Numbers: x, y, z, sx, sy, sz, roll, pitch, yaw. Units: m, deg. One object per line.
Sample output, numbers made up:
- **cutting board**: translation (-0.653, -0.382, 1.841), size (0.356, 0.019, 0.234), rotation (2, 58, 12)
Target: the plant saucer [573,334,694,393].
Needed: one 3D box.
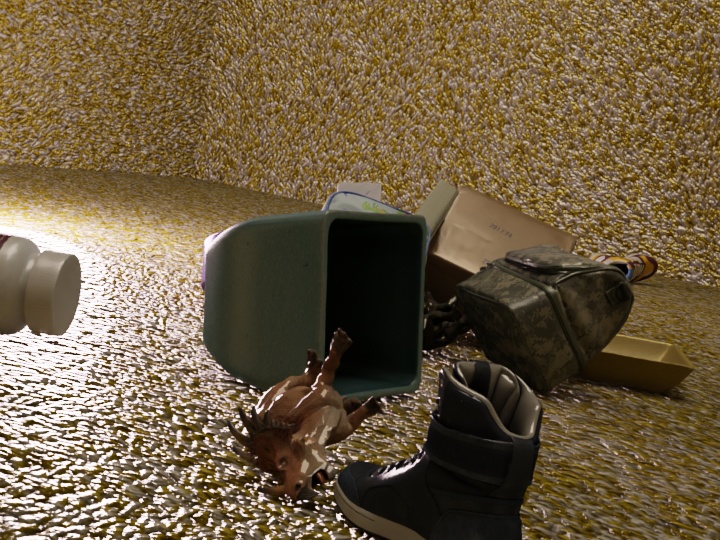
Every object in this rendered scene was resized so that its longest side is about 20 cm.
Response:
- **plant saucer**: translation (0.349, 0.123, 1.795), size (0.198, 0.049, 0.200), rotation (10, 6, 6)

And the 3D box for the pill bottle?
- **pill bottle**: translation (-0.414, 0.010, 1.410), size (0.198, 0.111, 0.110), rotation (10, 7, 6)

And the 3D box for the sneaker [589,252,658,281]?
- **sneaker**: translation (0.666, 0.000, 3.217), size (0.198, 0.076, 0.090), rotation (0, 18, -21)

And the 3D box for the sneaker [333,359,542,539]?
- **sneaker**: translation (0.055, 0.128, 0.924), size (0.076, 0.148, 0.202), rotation (3, 8, -34)

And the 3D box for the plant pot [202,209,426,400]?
- **plant pot**: translation (-0.063, 0.032, 1.418), size (0.199, 0.198, 0.195), rotation (4, 3, 35)

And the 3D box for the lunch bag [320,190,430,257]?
- **lunch bag**: translation (0.000, 0.000, 1.685), size (0.159, 0.201, 0.083), rotation (19, -36, -6)

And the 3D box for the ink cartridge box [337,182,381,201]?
- **ink cartridge box**: translation (0.000, -0.028, 1.948), size (0.067, 0.117, 0.201), rotation (1, -32, 3)

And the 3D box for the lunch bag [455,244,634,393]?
- **lunch bag**: translation (0.237, 0.044, 1.648), size (0.167, 0.140, 0.200), rotation (-29, 16, -12)

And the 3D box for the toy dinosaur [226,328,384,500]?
- **toy dinosaur**: translation (-0.059, 0.128, 1.080), size (0.135, 0.086, 0.200), rotation (-37, 4, -20)

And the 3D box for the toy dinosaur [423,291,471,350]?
- **toy dinosaur**: translation (0.102, 0.079, 1.750), size (0.102, 0.077, 0.200), rotation (-32, 8, 18)

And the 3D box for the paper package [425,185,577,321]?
- **paper package**: translation (0.194, -0.004, 1.904), size (0.199, 0.104, 0.191), rotation (25, 44, 7)

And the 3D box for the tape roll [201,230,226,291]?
- **tape roll**: translation (-0.122, -0.001, 1.809), size (0.198, 0.066, 0.200), rotation (2, -15, 0)

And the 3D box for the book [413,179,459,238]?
- **book**: translation (0.061, -0.023, 1.844), size (0.048, 0.201, 0.134), rotation (33, -23, 1)
